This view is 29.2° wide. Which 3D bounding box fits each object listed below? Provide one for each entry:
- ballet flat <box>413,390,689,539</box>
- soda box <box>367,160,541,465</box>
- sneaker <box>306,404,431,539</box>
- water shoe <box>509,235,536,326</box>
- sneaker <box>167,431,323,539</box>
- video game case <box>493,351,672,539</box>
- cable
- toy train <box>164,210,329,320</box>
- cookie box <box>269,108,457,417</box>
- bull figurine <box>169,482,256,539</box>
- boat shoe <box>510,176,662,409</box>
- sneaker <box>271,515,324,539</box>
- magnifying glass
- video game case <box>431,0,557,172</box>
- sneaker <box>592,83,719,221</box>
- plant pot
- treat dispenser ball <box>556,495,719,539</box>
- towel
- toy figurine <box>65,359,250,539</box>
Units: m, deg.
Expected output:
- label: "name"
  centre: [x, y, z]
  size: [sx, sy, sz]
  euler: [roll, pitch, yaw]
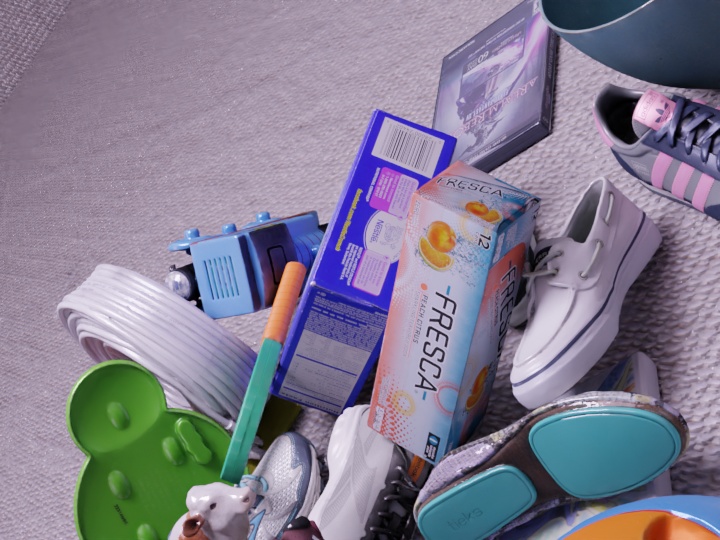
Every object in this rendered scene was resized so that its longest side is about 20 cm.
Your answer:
- label: "ballet flat"
  centre: [0.116, 0.111, 0.848]
  size: [0.199, 0.072, 0.073]
  euler: [-31, 34, 35]
- label: "soda box"
  centre: [0.061, 0.032, 0.940]
  size: [0.063, 0.068, 0.202]
  euler: [-36, -35, -47]
- label: "sneaker"
  centre: [0.012, 0.169, 0.983]
  size: [0.079, 0.074, 0.201]
  euler: [-26, 36, 32]
- label: "water shoe"
  centre: [0.093, -0.034, 1.088]
  size: [0.072, 0.079, 0.200]
  euler: [-46, 27, 10]
- label: "sneaker"
  centre: [-0.100, 0.210, 1.091]
  size: [0.077, 0.086, 0.201]
  euler: [-7, 51, 55]
- label: "video game case"
  centre: [0.117, 0.168, 0.868]
  size: [0.182, 0.022, 0.201]
  euler: [-35, 31, 31]
- label: "cable"
  centre: [-0.169, 0.073, 1.209]
  size: [0.199, 0.200, 0.070]
  euler: [10, 57, 51]
- label: "toy train"
  centre: [-0.086, -0.006, 1.245]
  size: [0.113, 0.088, 0.199]
  euler: [-7, 6, 35]
- label: "cookie box"
  centre: [0.000, 0.000, 1.109]
  size: [0.200, 0.074, 0.173]
  euler: [114, 176, -60]
- label: "bull figurine"
  centre: [-0.116, 0.255, 1.013]
  size: [0.201, 0.121, 0.065]
  euler: [-55, -1, 0]
- label: "boat shoe"
  centre: [0.135, 0.010, 0.914]
  size: [0.073, 0.067, 0.200]
  euler: [-34, 11, 41]
- label: "sneaker"
  centre: [-0.013, 0.210, 0.854]
  size: [0.199, 0.075, 0.117]
  euler: [-12, 90, 47]
- label: "magnifying glass"
  centre: [-0.076, 0.079, 1.112]
  size: [0.080, 0.022, 0.202]
  euler: [112, 173, -55]
- label: "video game case"
  centre: [0.122, -0.164, 1.272]
  size: [0.142, 0.019, 0.201]
  euler: [-31, 33, 37]
- label: "sneaker"
  centre: [0.226, -0.084, 0.933]
  size: [0.070, 0.082, 0.200]
  euler: [-55, 27, -7]
- label: "plant pot"
  centre: [0.246, -0.209, 0.994]
  size: [0.200, 0.134, 0.201]
  euler: [-38, 30, 26]
- label: "treat dispenser ball"
  centre: [0.144, 0.199, 0.587]
  size: [0.200, 0.200, 0.202]
  euler: [-38, 30, 26]
- label: "towel"
  centre: [-0.124, 0.198, 1.227]
  size: [0.086, 0.018, 0.201]
  euler: [13, 68, 56]
- label: "toy figurine"
  centre: [-0.202, 0.160, 1.197]
  size: [0.149, 0.201, 0.184]
  euler: [-32, 14, -17]
